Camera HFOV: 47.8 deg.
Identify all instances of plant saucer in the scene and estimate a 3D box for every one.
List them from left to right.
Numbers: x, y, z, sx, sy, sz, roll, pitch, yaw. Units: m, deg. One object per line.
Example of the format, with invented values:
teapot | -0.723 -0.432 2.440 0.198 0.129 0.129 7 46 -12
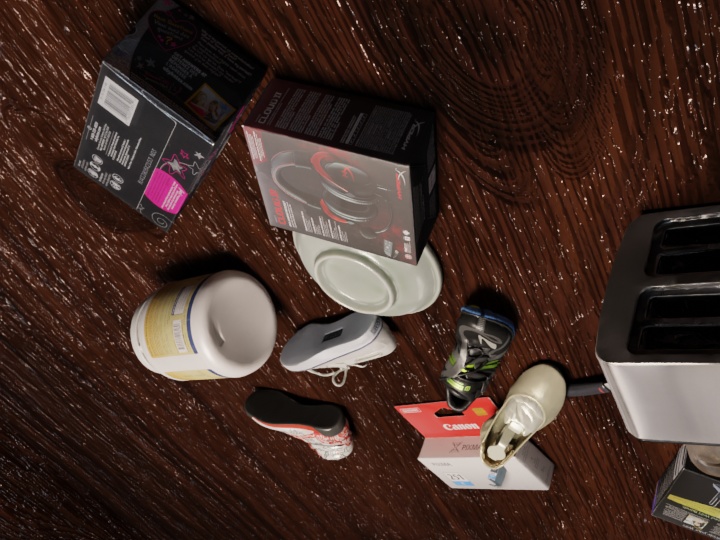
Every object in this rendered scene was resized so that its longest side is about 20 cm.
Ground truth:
plant saucer | 0.000 0.000 0.970 0.196 0.051 0.202 20 147 13

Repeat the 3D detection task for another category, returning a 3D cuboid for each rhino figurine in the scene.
rhino figurine | 0.405 0.164 0.882 0.086 0.060 0.202 17 143 26

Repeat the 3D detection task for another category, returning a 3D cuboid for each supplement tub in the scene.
supplement tub | -0.229 0.082 1.168 0.197 0.146 0.145 -9 133 44

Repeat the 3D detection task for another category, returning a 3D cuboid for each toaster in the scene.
toaster | 0.302 0.046 0.689 0.197 0.183 0.120 -5 133 39

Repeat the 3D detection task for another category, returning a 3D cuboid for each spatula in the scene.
spatula | 0.301 0.128 0.946 0.056 0.021 0.199 39 147 -17

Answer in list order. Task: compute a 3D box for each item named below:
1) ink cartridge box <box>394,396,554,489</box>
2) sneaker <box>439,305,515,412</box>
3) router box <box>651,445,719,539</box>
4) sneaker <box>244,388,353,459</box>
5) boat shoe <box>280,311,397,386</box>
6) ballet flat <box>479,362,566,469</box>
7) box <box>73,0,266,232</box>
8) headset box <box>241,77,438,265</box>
ink cartridge box | 0.162 0.265 1.219 0.198 0.045 0.176 -15 129 47
sneaker | 0.139 0.112 0.988 0.069 0.084 0.202 20 146 11
router box | 0.480 0.289 1.004 0.196 0.053 0.159 19 147 15
sneaker | -0.104 0.272 1.407 0.197 0.068 0.109 6 139 27
boat shoe | -0.025 0.114 1.135 0.200 0.076 0.086 -23 126 39
ballet flat | 0.202 0.196 1.045 0.068 0.070 0.202 25 139 3
box | -0.204 -0.158 0.846 0.131 0.116 0.200 35 146 -10
headset box | -0.024 -0.101 0.824 0.196 0.076 0.150 16 146 18
